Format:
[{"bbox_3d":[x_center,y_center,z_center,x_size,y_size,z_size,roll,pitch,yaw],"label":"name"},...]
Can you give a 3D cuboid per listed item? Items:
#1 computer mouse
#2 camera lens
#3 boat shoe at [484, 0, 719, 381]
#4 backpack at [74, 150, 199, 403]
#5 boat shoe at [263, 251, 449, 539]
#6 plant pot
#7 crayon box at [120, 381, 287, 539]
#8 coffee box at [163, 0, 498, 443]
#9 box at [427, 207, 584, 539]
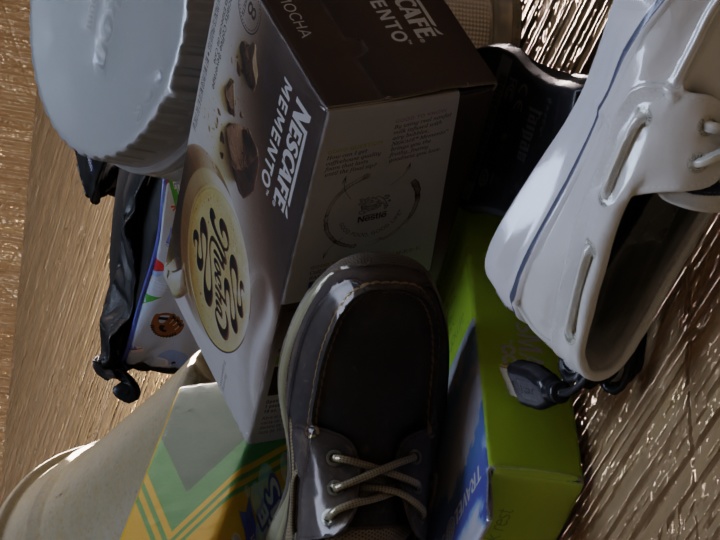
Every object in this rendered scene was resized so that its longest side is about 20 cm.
[{"bbox_3d":[0.082,-0.016,1.124,0.200,0.046,0.141,21,98,66],"label":"computer mouse"},{"bbox_3d":[-0.036,-0.118,1.313,0.160,0.200,0.161,-5,84,54],"label":"camera lens"},{"bbox_3d":[0.114,-0.047,0.967,0.065,0.073,0.200,52,135,32],"label":"boat shoe"},{"bbox_3d":[-0.091,-0.046,1.693,0.191,0.154,0.200,100,165,-47],"label":"backpack"},{"bbox_3d":[0.005,0.087,1.138,0.073,0.074,0.200,-115,26,-53],"label":"boat shoe"},{"bbox_3d":[-0.071,0.132,1.427,0.184,0.200,0.201,129,150,-46],"label":"plant pot"},{"bbox_3d":[-0.062,0.156,1.218,0.200,0.051,0.126,-71,-32,-54],"label":"crayon box"},{"bbox_3d":[-0.018,-0.037,1.191,0.200,0.080,0.113,105,146,-44],"label":"coffee box"},{"bbox_3d":[0.051,0.065,1.188,0.122,0.048,0.200,110,163,-45],"label":"box"}]
